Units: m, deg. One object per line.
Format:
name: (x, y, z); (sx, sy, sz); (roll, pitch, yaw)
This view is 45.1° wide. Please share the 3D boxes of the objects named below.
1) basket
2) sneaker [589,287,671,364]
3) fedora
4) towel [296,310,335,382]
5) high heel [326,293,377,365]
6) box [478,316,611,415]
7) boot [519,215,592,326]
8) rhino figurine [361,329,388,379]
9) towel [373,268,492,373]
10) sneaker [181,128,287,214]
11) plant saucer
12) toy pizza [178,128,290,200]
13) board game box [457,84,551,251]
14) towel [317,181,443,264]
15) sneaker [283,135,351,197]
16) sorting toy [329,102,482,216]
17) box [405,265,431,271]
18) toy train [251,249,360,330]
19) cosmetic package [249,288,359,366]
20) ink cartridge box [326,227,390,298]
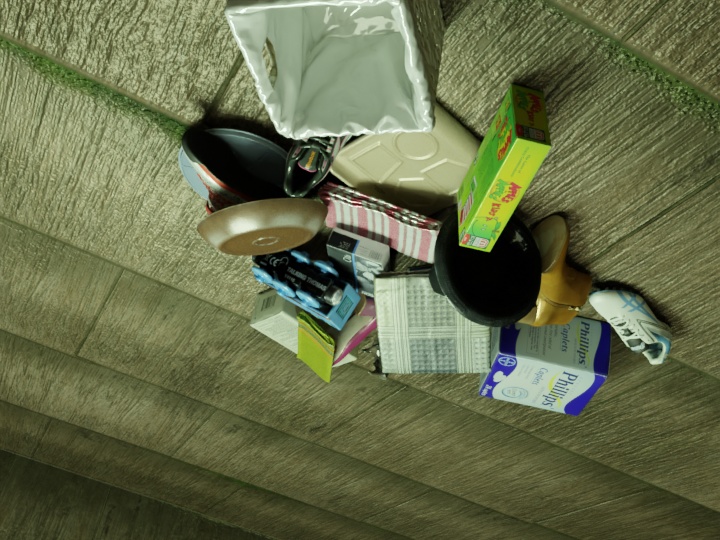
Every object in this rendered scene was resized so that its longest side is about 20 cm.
basket: (-0.017, -0.272, 0.962); (0.197, 0.163, 0.199); (0, 146, 17)
sneaker: (0.455, 0.091, 1.450); (0.199, 0.073, 0.071); (33, 144, -28)
fedora: (0.171, -0.001, 1.280); (0.199, 0.203, 0.091); (27, 155, -22)
towel: (-0.083, 0.143, 1.562); (0.086, 0.018, 0.201); (43, 158, 15)
high heel: (0.001, 0.112, 1.594); (0.095, 0.068, 0.201); (3, 139, -36)
box: (0.331, 0.165, 1.576); (0.197, 0.106, 0.185); (11, 149, 1)
boot: (0.315, 0.003, 1.369); (0.142, 0.071, 0.203); (1, 126, -32)
rhino figurine: (0.065, 0.123, 1.529); (0.059, 0.200, 0.088); (-13, 111, 43)
towel: (0.121, 0.082, 1.410); (0.189, 0.035, 0.202); (-1, 122, 7)
sneaker: (-0.211, -0.123, 1.290); (0.107, 0.068, 0.201); (-22, 137, 37)
plant saucer: (-0.142, -0.058, 1.286); (0.197, 0.037, 0.201); (-10, 167, -2)
toy pizza: (-0.180, -0.153, 1.327); (0.197, 0.032, 0.201); (8, 147, 5)
board game box: (0.183, -0.130, 1.138); (0.047, 0.103, 0.201); (11, 139, -10)
towel: (0.033, -0.066, 1.327); (0.198, 0.030, 0.147); (21, 164, 11)
sneaker: (-0.052, -0.173, 1.168); (0.079, 0.087, 0.201); (22, 134, -2)
sorting toy: (0.080, -0.152, 1.241); (0.184, 0.037, 0.199); (34, 138, -31)
box: (0.172, 0.029, 1.458); (0.198, 0.065, 0.070); (-8, 142, 28)
toy train: (-0.098, 0.020, 1.462); (0.199, 0.087, 0.114); (25, 164, 33)
cosmetic package: (-0.102, 0.109, 1.671); (0.104, 0.072, 0.199); (-21, 135, 40)
ink cartridge box: (0.000, 0.000, 1.451); (0.098, 0.040, 0.200); (19, 160, 11)
